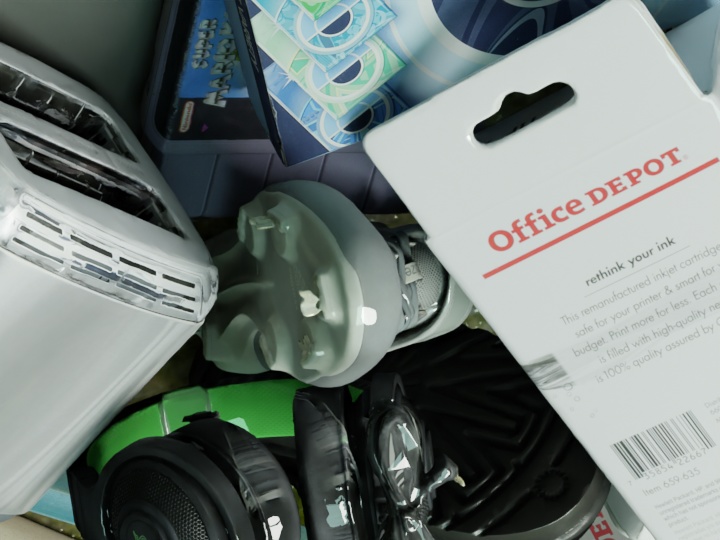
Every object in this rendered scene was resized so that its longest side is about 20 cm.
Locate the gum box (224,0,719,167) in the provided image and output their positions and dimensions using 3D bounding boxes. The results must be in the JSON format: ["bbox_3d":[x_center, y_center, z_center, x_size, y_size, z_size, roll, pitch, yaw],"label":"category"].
[{"bbox_3d":[0.047,-0.139,0.839,0.199,0.045,0.170,-21,135,-8],"label":"gum box"}]

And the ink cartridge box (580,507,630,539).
[{"bbox_3d":[0.186,0.129,1.166,0.199,0.145,0.084,-19,134,-7],"label":"ink cartridge box"}]

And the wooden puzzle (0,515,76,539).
[{"bbox_3d":[-0.175,0.190,1.054,0.185,0.037,0.201,29,75,-39],"label":"wooden puzzle"}]

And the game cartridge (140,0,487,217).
[{"bbox_3d":[-0.001,-0.102,0.903,0.129,0.038,0.200,-5,131,-26],"label":"game cartridge"}]

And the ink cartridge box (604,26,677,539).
[{"bbox_3d":[0.141,-0.015,1.017,0.084,0.146,0.200,-1,130,-26],"label":"ink cartridge box"}]

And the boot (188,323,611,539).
[{"bbox_3d":[0.042,0.088,1.042,0.080,0.211,0.158,-52,132,-14],"label":"boot"}]

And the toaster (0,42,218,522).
[{"bbox_3d":[-0.140,-0.001,0.857,0.129,0.114,0.200,-42,150,13],"label":"toaster"}]

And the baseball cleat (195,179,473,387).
[{"bbox_3d":[0.000,0.000,0.915,0.106,0.200,0.070,-9,93,-17],"label":"baseball cleat"}]

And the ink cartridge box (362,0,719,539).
[{"bbox_3d":[0.105,-0.007,0.893,0.116,0.067,0.200,-27,112,28],"label":"ink cartridge box"}]

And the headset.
[{"bbox_3d":[-0.027,0.064,0.893,0.123,0.200,0.094,-15,110,-23],"label":"headset"}]

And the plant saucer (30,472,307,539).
[{"bbox_3d":[-0.067,0.100,1.029,0.199,0.019,0.070,15,164,7],"label":"plant saucer"}]

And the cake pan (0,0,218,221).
[{"bbox_3d":[-0.054,-0.095,0.934,0.200,0.037,0.201,-13,134,-14],"label":"cake pan"}]
